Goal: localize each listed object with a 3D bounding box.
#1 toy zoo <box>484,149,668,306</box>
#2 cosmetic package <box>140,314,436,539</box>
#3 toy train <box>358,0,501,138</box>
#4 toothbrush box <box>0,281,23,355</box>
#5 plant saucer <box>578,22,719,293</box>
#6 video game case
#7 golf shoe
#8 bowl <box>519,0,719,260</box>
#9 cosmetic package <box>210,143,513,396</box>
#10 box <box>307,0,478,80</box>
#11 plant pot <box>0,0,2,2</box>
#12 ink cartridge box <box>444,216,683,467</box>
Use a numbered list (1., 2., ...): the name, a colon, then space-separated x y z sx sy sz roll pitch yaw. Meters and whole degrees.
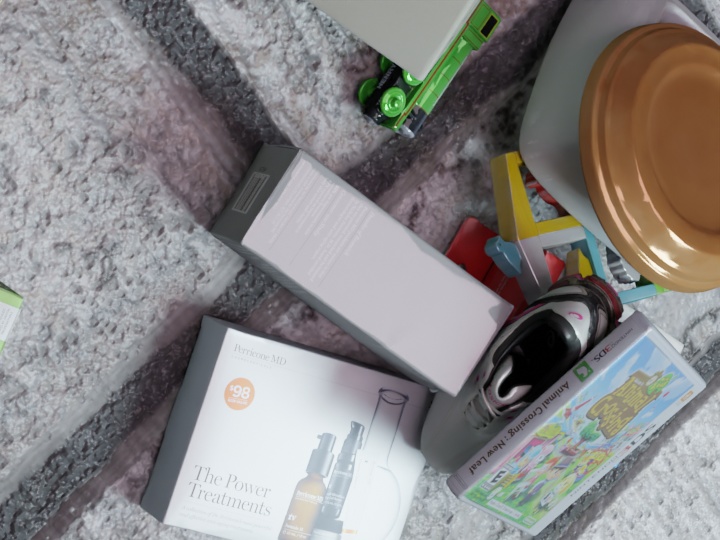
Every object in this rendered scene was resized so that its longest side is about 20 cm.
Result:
1. toy zoo: 0.168 -0.033 1.529 0.199 0.020 0.132 -11 84 -42
2. cosmetic package: -0.047 0.133 1.497 0.199 0.052 0.152 17 90 -29
3. toy train: 0.070 -0.184 1.494 0.056 0.042 0.201 40 82 -39
4. toothbrush box: -0.344 0.041 1.302 0.199 0.086 0.146 23 90 -30
5. plant saucer: 0.242 -0.085 1.466 0.199 0.037 0.202 8 78 -37
6. video game case: 0.163 0.118 1.474 0.182 0.022 0.200 -42 155 6
7. golf shoe: 0.101 0.080 1.448 0.200 0.073 0.092 -50 168 30
8. bowl: 0.231 -0.115 1.534 0.199 0.074 0.201 39 59 -26
9. cosmetic package: 0.000 0.000 1.440 0.199 0.107 0.091 34 85 -19
10. box: 0.062 -0.253 1.356 0.109 0.200 0.128 35 39 -1
11. plant pot: -0.317 -0.228 1.224 0.199 0.142 0.202 -6 103 -26
12. ink cartridge box: 0.142 0.056 1.566 0.199 0.067 0.117 32 86 -29
